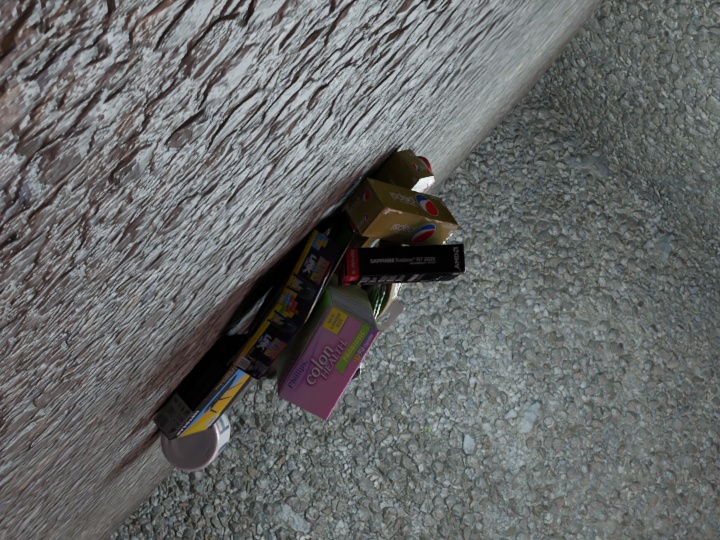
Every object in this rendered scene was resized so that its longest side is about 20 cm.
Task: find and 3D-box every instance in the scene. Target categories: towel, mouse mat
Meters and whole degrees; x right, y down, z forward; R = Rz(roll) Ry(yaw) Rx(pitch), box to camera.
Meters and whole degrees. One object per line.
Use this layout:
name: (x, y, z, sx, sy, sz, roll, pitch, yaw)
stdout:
towel: (-0.015, 0.124, 1.680, 0.153, 0.023, 0.202, -45, -157, 50)
mouse mat: (-0.058, -0.009, 1.577, 0.162, 0.007, 0.200, -60, -169, 9)

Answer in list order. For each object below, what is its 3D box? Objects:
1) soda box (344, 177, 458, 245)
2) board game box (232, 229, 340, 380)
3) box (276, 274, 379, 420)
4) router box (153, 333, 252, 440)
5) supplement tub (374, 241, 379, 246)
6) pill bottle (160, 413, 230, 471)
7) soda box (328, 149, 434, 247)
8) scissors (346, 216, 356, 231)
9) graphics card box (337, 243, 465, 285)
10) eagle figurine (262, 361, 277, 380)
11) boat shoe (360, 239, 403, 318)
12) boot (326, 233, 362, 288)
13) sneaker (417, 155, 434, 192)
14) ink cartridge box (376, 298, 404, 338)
soda box: (0.069, -0.089, 1.557, 0.198, 0.068, 0.064, 8, 132, -48)
board game box: (-0.118, 0.057, 1.511, 0.200, 0.056, 0.166, -50, -169, 48)
box: (-0.061, 0.119, 1.609, 0.177, 0.096, 0.200, -59, -167, 12)
router box: (-0.247, 0.195, 1.640, 0.200, 0.051, 0.149, -49, 165, 14)
supplement tub: (-0.019, -0.008, 1.889, 0.200, 0.122, 0.123, -47, 178, 0)
pill bottle: (-0.329, 0.333, 1.948, 0.120, 0.119, 0.200, -46, 177, 0)
soda box: (0.035, -0.116, 1.656, 0.200, 0.068, 0.064, -48, 166, 27)
scissors: (-0.051, -0.010, 1.588, 0.202, 0.014, 0.073, -63, -166, -10)
graphics card box: (0.064, -0.008, 1.567, 0.196, 0.052, 0.125, -1, 172, -6)
eagle figurine: (-0.104, 0.163, 1.870, 0.152, 0.151, 0.200, -45, 160, 10)
boat shoe: (0.055, 0.002, 1.723, 0.063, 0.073, 0.203, -19, 138, -39)
boot: (0.000, 0.001, 1.788, 0.142, 0.071, 0.204, -18, 131, -25)
sneaker: (0.082, -0.154, 1.932, 0.112, 0.071, 0.200, -41, 172, -34)
ink cartridge box: (-0.016, 0.055, 2.010, 0.117, 0.200, 0.067, -47, 177, 26)
